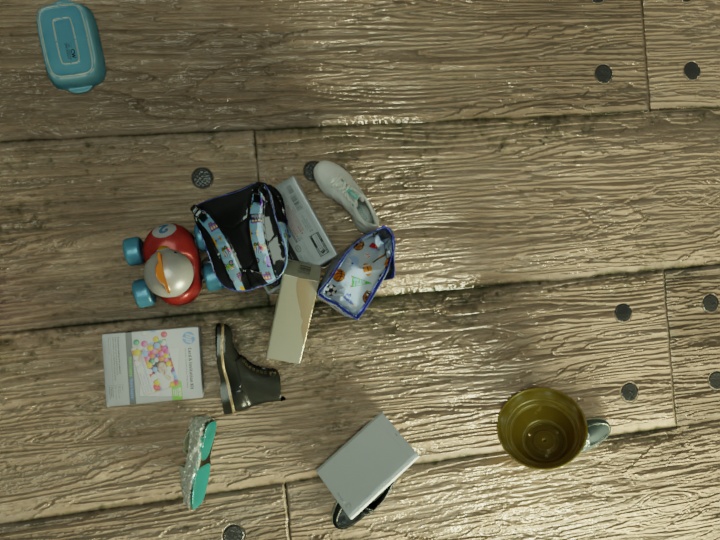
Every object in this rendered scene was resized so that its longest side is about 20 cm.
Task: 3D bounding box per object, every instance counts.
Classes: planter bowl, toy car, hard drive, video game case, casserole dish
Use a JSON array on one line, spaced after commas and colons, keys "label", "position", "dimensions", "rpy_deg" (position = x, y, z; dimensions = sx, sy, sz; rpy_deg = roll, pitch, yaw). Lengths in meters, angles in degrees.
[{"label": "planter bowl", "position": [0.425, 0.382, 1.300], "dimensions": [0.200, 0.200, 0.084], "rpy_deg": [-35, 135, -8]}, {"label": "toy car", "position": [-0.390, -0.013, 1.133], "dimensions": [0.184, 0.200, 0.178], "rpy_deg": [-13, 92, -9]}, {"label": "hard drive", "position": [0.015, 0.434, 1.252], "dimensions": [0.200, 0.026, 0.132], "rpy_deg": [-40, 62, -8]}, {"label": "video game case", "position": [-0.173, -0.076, 1.226], "dimensions": [0.181, 0.023, 0.200], "rpy_deg": [-29, 89, 8]}, {"label": "casserole dish", "position": [-0.618, -0.480, 1.181], "dimensions": [0.121, 0.039, 0.201], "rpy_deg": [-11, 92, -8]}]

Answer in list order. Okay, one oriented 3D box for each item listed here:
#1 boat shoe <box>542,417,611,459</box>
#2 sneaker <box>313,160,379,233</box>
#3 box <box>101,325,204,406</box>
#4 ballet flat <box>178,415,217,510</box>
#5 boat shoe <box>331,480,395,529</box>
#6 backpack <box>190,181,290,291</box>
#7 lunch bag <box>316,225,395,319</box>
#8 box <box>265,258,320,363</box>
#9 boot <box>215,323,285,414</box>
[{"label": "boat shoe", "position": [0.526, 0.416, 1.347], "dimensions": [0.199, 0.062, 0.073], "rpy_deg": [-17, 92, -9]}, {"label": "sneaker", "position": [-0.024, -0.171, 1.249], "dimensions": [0.075, 0.088, 0.200], "rpy_deg": [-44, 96, -5]}, {"label": "box", "position": [-0.445, 0.205, 1.204], "dimensions": [0.199, 0.041, 0.157], "rpy_deg": [-3, 91, -10]}, {"label": "ballet flat", "position": [-0.360, 0.411, 1.213], "dimensions": [0.072, 0.072, 0.201], "rpy_deg": [11, 86, -9]}, {"label": "boat shoe", "position": [0.014, 0.514, 1.263], "dimensions": [0.199, 0.066, 0.075], "rpy_deg": [-40, 97, -7]}, {"label": "backpack", "position": [-0.228, -0.064, 1.154], "dimensions": [0.182, 0.135, 0.201], "rpy_deg": [-18, 90, 9]}, {"label": "lunch bag", "position": [0.000, 0.000, 1.210], "dimensions": [0.124, 0.170, 0.200], "rpy_deg": [32, 82, -6]}, {"label": "box", "position": [-0.144, 0.088, 1.192], "dimensions": [0.077, 0.095, 0.201], "rpy_deg": [12, 112, -7]}, {"label": "boot", "position": [-0.244, 0.206, 1.226], "dimensions": [0.138, 0.077, 0.201], "rpy_deg": [-7, 104, -13]}]
